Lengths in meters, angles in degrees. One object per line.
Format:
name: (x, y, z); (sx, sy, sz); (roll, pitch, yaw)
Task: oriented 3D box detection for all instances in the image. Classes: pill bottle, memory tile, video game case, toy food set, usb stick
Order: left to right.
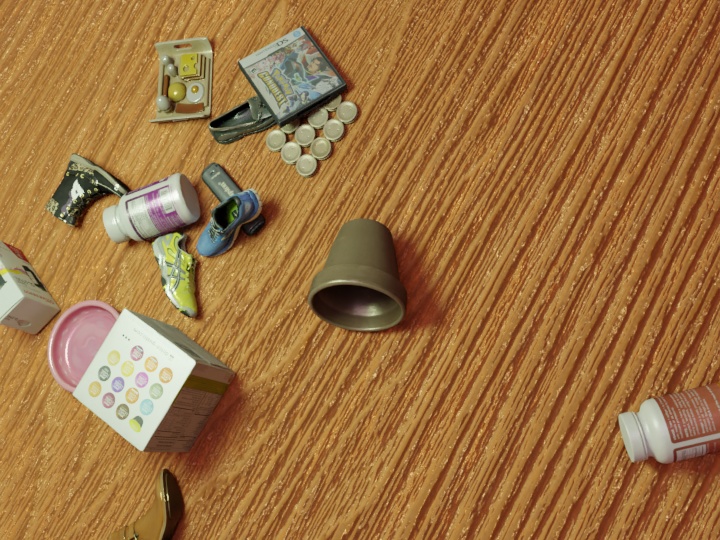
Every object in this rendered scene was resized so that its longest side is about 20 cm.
pill bottle: (-0.466, -0.131, 1.642); (0.195, 0.112, 0.115); (-19, 73, 8)
toy food set: (-0.424, -0.446, 1.733); (0.139, 0.060, 0.206); (-3, 77, 13)
usb stick: (-0.285, -0.160, 1.647); (0.055, 0.033, 0.201); (-42, 71, 1)
video game case: (-0.154, -0.439, 1.658); (0.178, 0.026, 0.202); (-31, 68, -11)
memory tile: (-0.108, -0.321, 1.653); (0.152, 0.017, 0.202); (37, 87, 18)
pill bottle: (0.566, 0.273, 1.303); (0.194, 0.112, 0.115); (-15, 74, 9)

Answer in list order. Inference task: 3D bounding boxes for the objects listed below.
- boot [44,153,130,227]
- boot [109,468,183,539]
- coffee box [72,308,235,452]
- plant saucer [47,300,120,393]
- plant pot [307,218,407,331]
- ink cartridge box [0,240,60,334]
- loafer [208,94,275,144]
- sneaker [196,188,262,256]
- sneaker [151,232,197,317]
boot: (-0.635, -0.170, 1.710); (0.197, 0.073, 0.153); (29, 84, 22)
boot: (-0.439, 0.522, 1.509); (0.151, 0.077, 0.206); (-14, 81, 14)
coffee box: (-0.412, 0.230, 1.496); (0.197, 0.200, 0.201); (31, 86, 18)
plant saucer: (-0.594, 0.171, 1.632); (0.194, 0.051, 0.207); (-3, 77, 13)
plant pot: (0.000, 0.000, 1.476); (0.194, 0.202, 0.179); (-1, 59, 12)
ink cartridge box: (-0.789, 0.031, 1.661); (0.083, 0.146, 0.201); (-41, 72, -2)
loafer: (-0.253, -0.350, 1.668); (0.196, 0.063, 0.073); (-27, 72, 6)
sneaker: (-0.300, -0.103, 1.586); (0.200, 0.088, 0.079); (-44, 72, 29)
sneaker: (-0.393, 0.005, 1.612); (0.075, 0.075, 0.204); (-26, 74, 6)
